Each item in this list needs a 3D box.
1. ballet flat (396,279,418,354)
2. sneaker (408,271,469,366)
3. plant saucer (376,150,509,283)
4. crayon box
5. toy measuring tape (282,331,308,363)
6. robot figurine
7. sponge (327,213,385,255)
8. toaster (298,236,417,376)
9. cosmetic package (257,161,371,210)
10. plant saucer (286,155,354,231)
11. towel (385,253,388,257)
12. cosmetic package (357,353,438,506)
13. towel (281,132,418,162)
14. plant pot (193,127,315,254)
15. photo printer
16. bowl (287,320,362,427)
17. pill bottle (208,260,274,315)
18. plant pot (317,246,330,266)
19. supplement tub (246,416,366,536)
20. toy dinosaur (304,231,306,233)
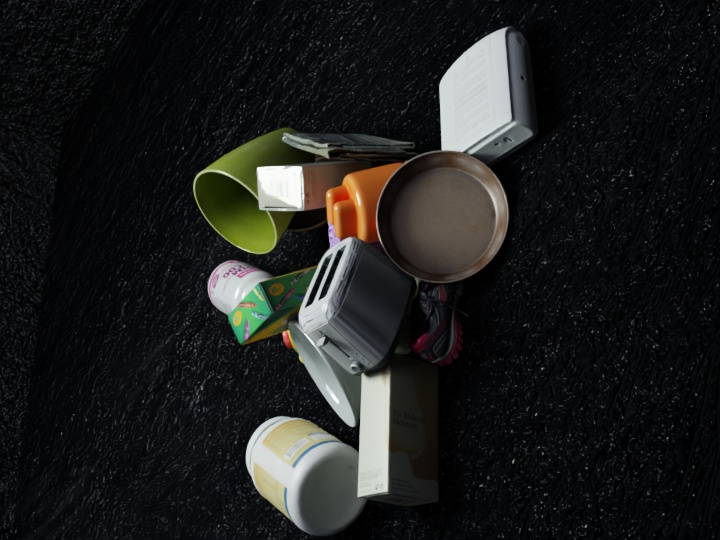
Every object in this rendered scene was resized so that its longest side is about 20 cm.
[{"bbox_3d":[0.066,0.033,1.370,0.067,0.062,0.203,-26,53,47],"label":"ballet flat"},{"bbox_3d":[0.111,0.039,1.288,0.080,0.074,0.203,-32,49,44],"label":"sneaker"},{"bbox_3d":[0.123,-0.078,1.276,0.197,0.034,0.204,-3,77,11],"label":"plant saucer"},{"bbox_3d":[-0.107,0.050,1.418,0.119,0.198,0.059,-43,71,45],"label":"crayon box"},{"bbox_3d":[-0.109,0.081,1.540,0.074,0.073,0.202,-47,37,32],"label":"toy measuring tape"},{"bbox_3d":[0.045,-0.112,1.374,0.144,0.197,0.119,178,79,-77],"label":"robot figurine"},{"bbox_3d":[0.000,0.000,1.407,0.030,0.111,0.203,-30,52,35],"label":"sponge"},{"bbox_3d":[-0.003,0.043,1.258,0.113,0.129,0.202,-26,34,49],"label":"toaster"},{"bbox_3d":[-0.075,-0.148,1.472,0.104,0.199,0.072,4,100,37],"label":"cosmetic package"},{"bbox_3d":[-0.091,-0.156,1.649,0.197,0.035,0.203,-14,57,22],"label":"plant saucer"},{"bbox_3d":[0.031,-0.005,1.482,0.086,0.018,0.203,-4,71,55],"label":"towel"},{"bbox_3d":[0.057,0.232,1.247,0.071,0.104,0.203,-25,56,46],"label":"cosmetic package"},{"bbox_3d":[-0.017,-0.223,1.511,0.199,0.190,0.035,29,116,56],"label":"towel"},{"bbox_3d":[-0.173,-0.168,1.575,0.186,0.188,0.201,-16,29,52],"label":"plant pot"},{"bbox_3d":[0.193,-0.264,1.321,0.166,0.069,0.203,-32,49,45],"label":"photo printer"},{"bbox_3d":[-0.029,0.145,1.388,0.090,0.203,0.201,-31,30,-15],"label":"bowl"},{"bbox_3d":[-0.227,0.050,1.751,0.199,0.112,0.115,19,90,57],"label":"pill bottle"},{"bbox_3d":[-0.042,0.042,1.544,0.200,0.027,0.203,-40,42,49],"label":"plant pot"},{"bbox_3d":[-0.090,0.324,1.382,0.199,0.143,0.147,16,87,57],"label":"supplement tub"},{"bbox_3d":[-0.120,-0.150,1.744,0.101,0.077,0.203,-2,60,27],"label":"toy dinosaur"}]
